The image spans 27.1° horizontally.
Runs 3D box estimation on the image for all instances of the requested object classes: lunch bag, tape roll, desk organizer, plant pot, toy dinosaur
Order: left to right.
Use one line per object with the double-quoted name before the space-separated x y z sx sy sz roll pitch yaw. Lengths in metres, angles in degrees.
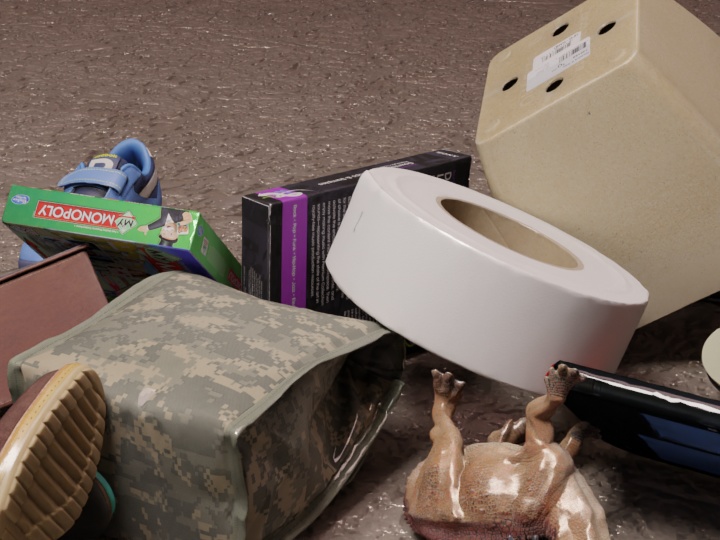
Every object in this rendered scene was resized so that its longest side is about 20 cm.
"desk organizer" -0.255 0.061 0.955 0.199 0.078 0.072 -23 -5 -21
"lunch bag" -0.083 0.076 0.886 0.163 0.119 0.200 13 28 27
"tape roll" 0.082 0.005 0.967 0.201 0.071 0.203 22 15 -6
"toy dinosaur" 0.073 0.132 0.828 0.086 0.136 0.199 39 -26 -33
"plant pot" 0.192 -0.094 1.107 0.199 0.177 0.201 -27 26 27

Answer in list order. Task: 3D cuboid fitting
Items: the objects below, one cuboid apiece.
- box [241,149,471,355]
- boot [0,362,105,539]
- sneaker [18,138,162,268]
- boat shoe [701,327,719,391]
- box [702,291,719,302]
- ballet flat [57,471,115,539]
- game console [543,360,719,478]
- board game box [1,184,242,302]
"box" 0.000 0.000 1.059 0.199 0.144 0.036 -15 25 -41
"boot" -0.234 0.116 0.748 0.165 0.073 0.201 7 49 22
"sneaker" -0.226 -0.050 1.247 0.073 0.083 0.200 9 24 13
"boat shoe" 0.332 0.081 1.010 0.198 0.072 0.063 8 -21 20
"box" 0.382 -0.052 1.277 0.196 0.124 0.200 6 21 11
"ballet flat" -0.228 0.120 0.831 0.199 0.069 0.068 14 35 32
"game console" 0.218 0.102 0.860 0.198 0.031 0.177 13 -8 26
"board game box" -0.149 -0.003 1.044 0.133 0.029 0.200 9 -17 14
